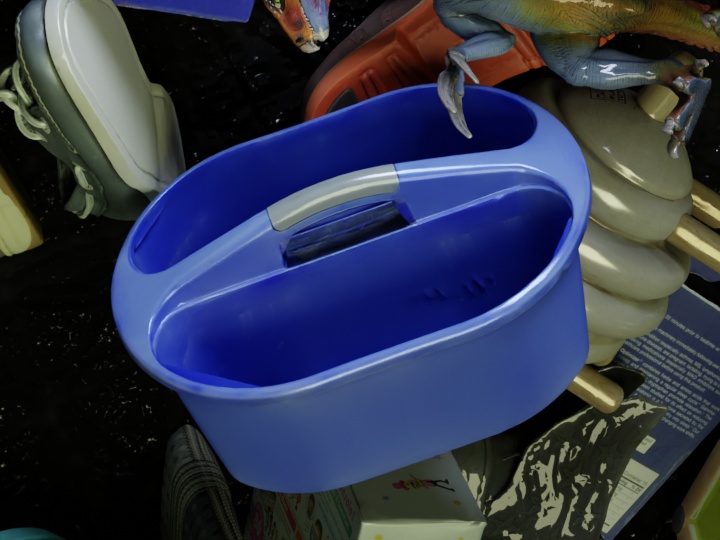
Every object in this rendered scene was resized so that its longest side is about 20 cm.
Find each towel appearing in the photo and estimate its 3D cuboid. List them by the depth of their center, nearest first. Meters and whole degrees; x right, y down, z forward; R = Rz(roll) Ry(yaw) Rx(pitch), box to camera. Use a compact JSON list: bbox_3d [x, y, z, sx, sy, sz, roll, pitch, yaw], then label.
[{"bbox_3d":[-0.065,0.206,1.258,0.035,0.193,0.200,-3,120,-16],"label":"towel"}]

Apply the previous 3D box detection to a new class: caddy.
[{"bbox_3d":[0.000,0.000,1.083,0.200,0.141,0.105,-20,136,0],"label":"caddy"}]

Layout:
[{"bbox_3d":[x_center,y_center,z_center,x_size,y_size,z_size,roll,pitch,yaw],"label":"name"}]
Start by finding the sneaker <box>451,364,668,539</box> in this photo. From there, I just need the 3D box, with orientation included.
[{"bbox_3d":[0.074,0.137,1.305,0.104,0.060,0.200,5,116,-16],"label":"sneaker"}]

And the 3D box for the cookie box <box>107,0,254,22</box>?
[{"bbox_3d":[-0.106,-0.212,1.055,0.171,0.075,0.200,7,118,-22],"label":"cookie box"}]

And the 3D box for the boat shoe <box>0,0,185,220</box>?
[{"bbox_3d":[-0.118,-0.062,1.104,0.062,0.073,0.200,-8,166,6],"label":"boat shoe"}]

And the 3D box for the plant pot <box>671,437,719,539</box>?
[{"bbox_3d":[0.273,0.140,1.316,0.181,0.200,0.199,10,131,-17],"label":"plant pot"}]

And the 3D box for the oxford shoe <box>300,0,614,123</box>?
[{"bbox_3d":[0.055,-0.120,1.171,0.200,0.073,0.071,-32,117,3],"label":"oxford shoe"}]

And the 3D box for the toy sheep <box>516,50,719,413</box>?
[{"bbox_3d":[0.093,-0.019,1.211,0.138,0.138,0.200,25,113,-30],"label":"toy sheep"}]

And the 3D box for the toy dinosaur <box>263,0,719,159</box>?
[{"bbox_3d":[0.060,-0.106,1.098,0.200,0.181,0.105,5,103,-67],"label":"toy dinosaur"}]

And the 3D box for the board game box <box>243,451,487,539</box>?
[{"bbox_3d":[-0.012,0.159,1.274,0.064,0.148,0.200,3,120,-19],"label":"board game box"}]

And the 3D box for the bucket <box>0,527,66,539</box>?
[{"bbox_3d":[-0.164,0.219,1.233,0.135,0.207,0.207,8,118,-24],"label":"bucket"}]

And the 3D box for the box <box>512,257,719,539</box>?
[{"bbox_3d":[0.115,0.067,1.330,0.121,0.032,0.200,31,109,-32],"label":"box"}]

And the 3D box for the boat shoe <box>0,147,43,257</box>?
[{"bbox_3d":[-0.204,-0.069,1.115,0.066,0.072,0.201,-34,130,-2],"label":"boat shoe"}]
